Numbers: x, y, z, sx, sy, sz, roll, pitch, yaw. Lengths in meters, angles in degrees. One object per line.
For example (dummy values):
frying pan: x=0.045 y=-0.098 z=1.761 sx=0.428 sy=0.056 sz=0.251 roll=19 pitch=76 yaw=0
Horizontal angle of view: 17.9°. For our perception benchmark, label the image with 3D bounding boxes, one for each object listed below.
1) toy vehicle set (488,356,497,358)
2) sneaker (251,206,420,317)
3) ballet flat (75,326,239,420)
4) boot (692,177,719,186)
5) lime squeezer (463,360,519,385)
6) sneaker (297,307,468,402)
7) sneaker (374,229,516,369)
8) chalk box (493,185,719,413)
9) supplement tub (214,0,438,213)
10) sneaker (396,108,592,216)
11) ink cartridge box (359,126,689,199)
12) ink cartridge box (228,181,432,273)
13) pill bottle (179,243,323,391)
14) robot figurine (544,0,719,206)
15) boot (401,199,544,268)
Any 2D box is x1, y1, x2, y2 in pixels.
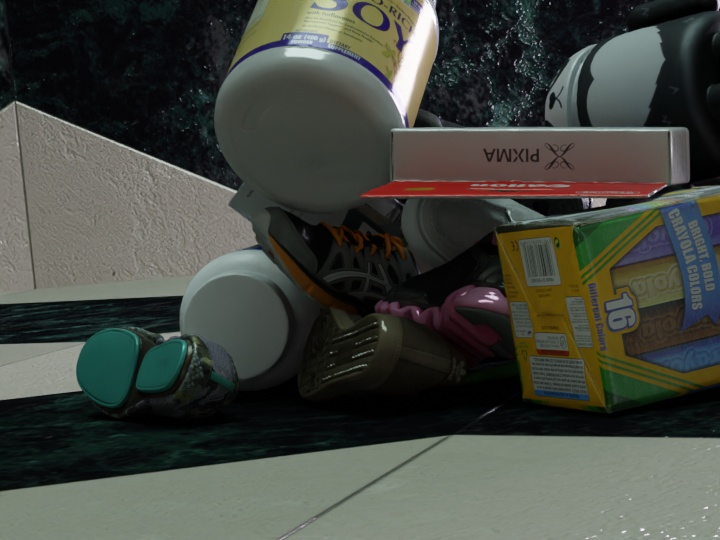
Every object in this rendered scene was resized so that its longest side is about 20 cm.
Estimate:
toy vehicle set: x=0.153 y=0.045 z=1.710 sx=0.124 sy=0.027 sz=0.200 roll=-3 pitch=-5 yaw=-14
sneaker: x=0.000 y=0.000 z=1.723 sx=0.200 sy=0.077 sz=0.078 roll=34 pitch=8 yaw=-33
ballet flat: x=-0.145 y=0.081 z=1.669 sx=0.072 sy=0.072 sz=0.200 roll=-7 pitch=3 yaw=-28
boot: x=0.267 y=-0.036 z=1.721 sx=0.166 sy=0.072 sz=0.200 roll=0 pitch=12 yaw=32
lime squeezer: x=0.155 y=0.061 z=1.589 sx=0.200 sy=0.038 sz=0.071 roll=-7 pitch=5 yaw=21
sneaker: x=0.012 y=0.070 z=1.622 sx=0.075 sy=0.070 sz=0.200 roll=19 pitch=-6 yaw=-16
sneaker: x=0.082 y=0.013 z=1.616 sx=0.079 sy=0.095 sz=0.200 roll=36 pitch=-18 yaw=-20
chalk box: x=0.209 y=0.012 z=1.490 sx=0.200 sy=0.124 sz=0.124 roll=-11 pitch=3 yaw=-21
supplement tub: x=-0.020 y=-0.156 z=1.721 sx=0.145 sy=0.145 sz=0.200 roll=-5 pitch=40 yaw=19
sneaker: x=0.094 y=-0.081 z=1.817 sx=0.199 sy=0.076 sz=0.114 roll=19 pitch=15 yaw=14
ink cartridge box: x=0.117 y=-0.076 z=1.576 sx=0.200 sy=0.045 sz=0.176 roll=1 pitch=5 yaw=16
ink cartridge box: x=0.001 y=-0.031 z=1.849 sx=0.200 sy=0.084 sz=0.146 roll=37 pitch=8 yaw=-3
pill bottle: x=-0.081 y=0.037 z=1.807 sx=0.112 sy=0.112 sz=0.200 roll=-5 pitch=4 yaw=7
robot figurine: x=0.231 y=-0.124 z=1.705 sx=0.200 sy=0.125 sz=0.150 roll=-11 pitch=23 yaw=44
boot: x=0.135 y=-0.023 z=1.676 sx=0.200 sy=0.074 sz=0.096 roll=16 pitch=-17 yaw=-31
